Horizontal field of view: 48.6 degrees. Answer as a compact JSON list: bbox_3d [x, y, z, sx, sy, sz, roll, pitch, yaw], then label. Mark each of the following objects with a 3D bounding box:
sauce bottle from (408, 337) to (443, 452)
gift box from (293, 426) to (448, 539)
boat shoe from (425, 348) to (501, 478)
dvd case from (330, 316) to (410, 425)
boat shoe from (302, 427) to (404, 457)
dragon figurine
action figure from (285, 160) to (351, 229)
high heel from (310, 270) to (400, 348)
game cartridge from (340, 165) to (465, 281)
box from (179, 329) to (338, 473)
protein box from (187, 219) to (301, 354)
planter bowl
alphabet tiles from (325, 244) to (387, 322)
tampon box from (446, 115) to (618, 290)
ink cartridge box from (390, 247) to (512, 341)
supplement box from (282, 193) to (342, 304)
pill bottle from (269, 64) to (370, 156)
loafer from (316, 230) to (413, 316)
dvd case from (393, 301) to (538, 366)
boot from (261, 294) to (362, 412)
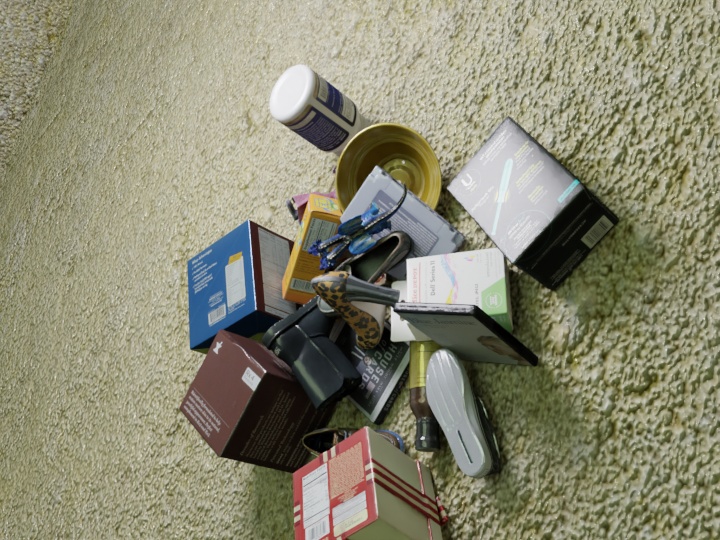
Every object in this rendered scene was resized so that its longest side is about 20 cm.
[{"bbox_3d":[0.108,0.184,1.272,0.064,0.064,0.205,-13,65,38],"label":"sauce bottle"},{"bbox_3d":[0.012,0.384,1.183,0.183,0.186,0.202,-32,37,25],"label":"gift box"},{"bbox_3d":[0.156,0.218,1.207,0.071,0.070,0.204,-31,60,29],"label":"boat shoe"},{"bbox_3d":[0.008,0.153,1.404,0.199,0.025,0.152,35,97,46],"label":"dvd case"},{"bbox_3d":[-0.017,0.299,1.330,0.197,0.072,0.074,-12,64,39],"label":"boat shoe"},{"bbox_3d":[0.001,-0.065,1.308,0.198,0.099,0.059,-29,99,36],"label":"dragon figurine"},{"bbox_3d":[-0.035,-0.127,1.512,0.196,0.134,0.152,-19,94,6],"label":"action figure"},{"bbox_3d":[-0.025,0.066,1.311,0.201,0.139,0.073,114,167,-57],"label":"high heel"},{"bbox_3d":[0.066,-0.065,1.371,0.199,0.041,0.134,40,103,12],"label":"game cartridge"},{"bbox_3d":[-0.177,0.235,1.417,0.165,0.198,0.166,33,95,45],"label":"box"},{"bbox_3d":[-0.234,0.046,1.596,0.197,0.134,0.204,-29,54,31],"label":"protein box"},{"bbox_3d":[0.059,-0.157,1.427,0.196,0.083,0.206,2,96,20],"label":"planter bowl"},{"bbox_3d":[-0.020,0.010,1.480,0.198,0.007,0.170,-24,51,41],"label":"alphabet tiles"},{"bbox_3d":[0.257,-0.102,1.213,0.150,0.125,0.201,-48,46,15],"label":"tampon box"},{"bbox_3d":[0.134,0.040,1.252,0.195,0.068,0.119,-8,59,16],"label":"ink cartridge box"},{"bbox_3d":[-0.091,-0.037,1.481,0.067,0.067,0.203,-101,29,-57],"label":"supplement box"},{"bbox_3d":[-0.073,-0.301,1.553,0.114,0.199,0.118,-19,58,34],"label":"pill bottle"},{"bbox_3d":[0.000,0.000,1.335,0.199,0.063,0.072,-40,77,8],"label":"loafer"},{"bbox_3d":[0.156,0.094,1.167,0.141,0.199,0.018,1,65,41],"label":"dvd case"},{"bbox_3d":[-0.055,0.136,1.379,0.168,0.199,0.077,47,134,10],"label":"boot"}]
